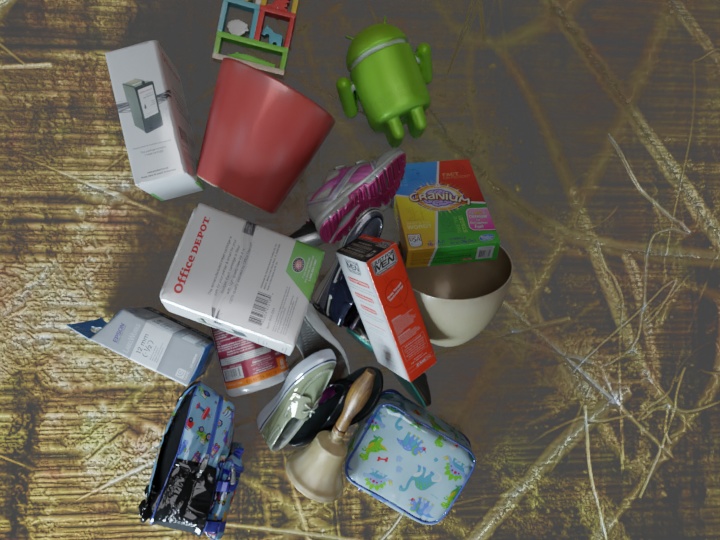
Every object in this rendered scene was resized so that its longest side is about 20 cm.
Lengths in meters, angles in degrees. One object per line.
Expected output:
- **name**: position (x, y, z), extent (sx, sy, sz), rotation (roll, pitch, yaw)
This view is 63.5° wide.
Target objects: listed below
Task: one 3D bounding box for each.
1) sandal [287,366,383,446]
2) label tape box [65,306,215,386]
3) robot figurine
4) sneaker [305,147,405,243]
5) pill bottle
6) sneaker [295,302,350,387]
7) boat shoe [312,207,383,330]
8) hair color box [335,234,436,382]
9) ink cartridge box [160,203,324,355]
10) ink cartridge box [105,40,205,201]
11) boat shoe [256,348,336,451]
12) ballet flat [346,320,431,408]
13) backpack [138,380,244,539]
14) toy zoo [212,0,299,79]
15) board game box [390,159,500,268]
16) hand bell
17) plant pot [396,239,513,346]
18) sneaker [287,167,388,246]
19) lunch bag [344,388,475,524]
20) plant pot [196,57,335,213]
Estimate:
- **sandal**: position (-0.048, 0.223, 0.942), extent (0.198, 0.048, 0.077), rotation (-34, 54, 11)
- **label tape box**: position (-0.330, 0.100, 0.906), extent (0.196, 0.143, 0.068), rotation (29, 86, -4)
- **robot figurine**: position (0.046, -0.316, 0.975), extent (0.171, 0.116, 0.206), rotation (-23, 90, -1)
- **sneaker**: position (-0.010, -0.137, 0.914), extent (0.198, 0.082, 0.088), rotation (-38, 61, -21)
- **pill bottle**: position (-0.188, 0.088, 0.938), extent (0.106, 0.110, 0.207), rotation (-15, 89, -6)
- **sneaker**: position (-0.076, 0.109, 0.973), extent (0.071, 0.085, 0.203), rotation (-26, 113, 7)
- **boat shoe**: position (0.000, 0.000, 0.948), extent (0.073, 0.092, 0.205), rotation (16, 106, -42)
- **hair color box**: position (0.039, 0.055, 0.876), extent (0.060, 0.101, 0.205), rotation (-30, 114, -21)
- **ink cartridge box**: position (-0.167, 0.015, 0.844), extent (0.194, 0.084, 0.150), rotation (20, 73, -5)
- **ink cartridge box**: position (-0.319, -0.229, 0.920), extent (0.081, 0.145, 0.207), rotation (-13, 89, -4)
- **boat shoe**: position (-0.095, 0.208, 0.928), extent (0.201, 0.071, 0.063), rotation (-52, 55, 26)
- **ballet flat**: position (0.063, 0.140, 0.985), extent (0.200, 0.068, 0.069), rotation (45, 76, -3)
- **backpack**: position (-0.246, 0.282, 0.898), extent (0.131, 0.182, 0.206), rotation (18, 74, -13)
- **toy zoo**: position (-0.174, -0.449, 1.006), extent (0.127, 0.020, 0.207), rotation (12, 87, -5)
- **board game box**: position (0.129, -0.099, 0.954), extent (0.147, 0.041, 0.204), rotation (-5, 49, -6)
- **hand bell**: position (-0.027, 0.236, 0.881), extent (0.102, 0.104, 0.204), rotation (27, 107, -3)
- **plant pot**: position (0.143, 0.041, 0.950), extent (0.193, 0.203, 0.138), rotation (-6, 124, -6)
- **sneaker**: position (-0.057, -0.108, 0.983), extent (0.195, 0.071, 0.102), rotation (-26, 89, -12)
- **lunch bag**: position (0.076, 0.310, 0.961), extent (0.196, 0.083, 0.164), rotation (29, 98, -4)
- **plant pot**: position (-0.163, -0.203, 0.923), extent (0.196, 0.201, 0.182), rotation (27, 95, -4)
